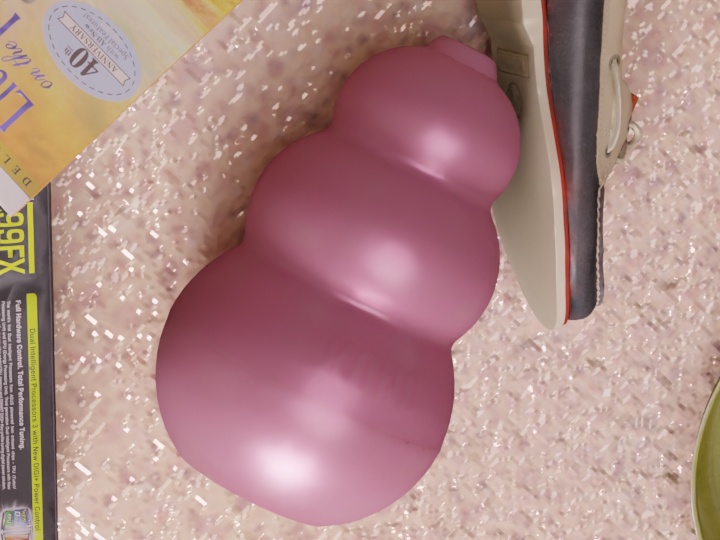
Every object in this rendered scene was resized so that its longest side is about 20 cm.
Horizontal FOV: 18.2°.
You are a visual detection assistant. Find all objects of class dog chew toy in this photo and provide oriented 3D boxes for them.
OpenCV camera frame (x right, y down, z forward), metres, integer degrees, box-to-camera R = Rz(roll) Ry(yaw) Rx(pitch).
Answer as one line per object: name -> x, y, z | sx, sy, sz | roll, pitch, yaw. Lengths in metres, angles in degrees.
dog chew toy -> 0.000, 0.000, 0.912 | 0.124, 0.124, 0.201 | 26, 93, -23

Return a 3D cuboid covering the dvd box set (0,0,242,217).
dvd box set -> -0.110, -0.141, 0.847 | 0.200, 0.029, 0.146 | -43, 107, -8

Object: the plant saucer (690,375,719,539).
plant saucer -> 0.242, 0.080, 1.056 | 0.199, 0.031, 0.201 | -5, 111, -13

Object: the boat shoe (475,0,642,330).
boat shoe -> 0.088, -0.074, 0.936 | 0.062, 0.071, 0.201 | -13, 108, -20

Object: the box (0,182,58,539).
box -> -0.204, 0.035, 0.904 | 0.159, 0.044, 0.201 | -5, 111, -15
